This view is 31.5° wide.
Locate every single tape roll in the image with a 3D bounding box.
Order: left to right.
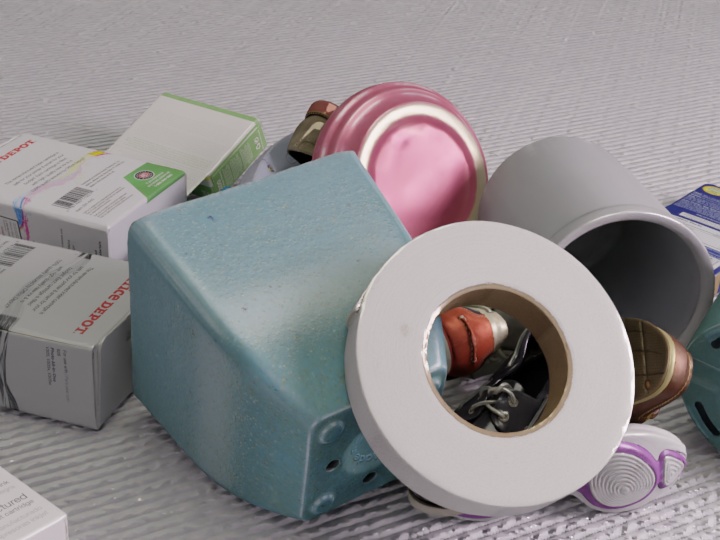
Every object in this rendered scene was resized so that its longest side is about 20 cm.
[{"bbox_3d":[0.087,0.065,0.866,0.202,0.037,0.204,5,68,-12],"label":"tape roll"}]

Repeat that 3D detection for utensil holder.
[{"bbox_3d":[0.205,-0.014,1.167,0.169,0.171,0.200,-1,25,-9],"label":"utensil holder"}]

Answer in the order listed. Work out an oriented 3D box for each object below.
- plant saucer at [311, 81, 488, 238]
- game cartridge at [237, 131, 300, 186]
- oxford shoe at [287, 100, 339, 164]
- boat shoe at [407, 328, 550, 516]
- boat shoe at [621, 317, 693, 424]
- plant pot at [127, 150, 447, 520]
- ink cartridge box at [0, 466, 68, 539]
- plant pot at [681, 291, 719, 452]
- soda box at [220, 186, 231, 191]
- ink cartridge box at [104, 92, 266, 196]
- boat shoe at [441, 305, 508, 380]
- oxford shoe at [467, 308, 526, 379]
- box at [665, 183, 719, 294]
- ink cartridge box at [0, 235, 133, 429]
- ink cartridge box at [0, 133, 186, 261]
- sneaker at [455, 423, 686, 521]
[{"bbox_3d":[0.049,-0.085,1.241,0.200,0.202,0.051,-13,6,-29],"label":"plant saucer"},{"bbox_3d":[-0.046,-0.075,1.294,0.133,0.042,0.200,49,32,-1],"label":"game cartridge"},{"bbox_3d":[-0.001,-0.073,1.279,0.070,0.200,0.075,-14,34,56],"label":"oxford shoe"},{"bbox_3d":[0.096,0.098,0.916,0.072,0.063,0.200,18,39,33],"label":"boat shoe"},{"bbox_3d":[0.206,0.085,0.995,0.067,0.072,0.200,19,-16,-13],"label":"boat shoe"},{"bbox_3d":[-0.042,0.066,0.957,0.196,0.196,0.200,-20,51,-27],"label":"plant pot"},{"bbox_3d":[-0.307,0.176,0.829,0.199,0.085,0.144,24,34,34],"label":"ink cartridge box"},{"bbox_3d":[0.367,0.055,1.039,0.200,0.201,0.196,21,40,30],"label":"plant pot"},{"bbox_3d":[-0.139,-0.011,1.226,0.067,0.064,0.200,11,29,14],"label":"soda box"},{"bbox_3d":[-0.220,-0.112,1.430,0.145,0.048,0.200,19,55,28],"label":"ink cartridge box"},{"bbox_3d":[0.054,0.057,1.049,0.062,0.072,0.200,-19,2,-19],"label":"boat shoe"},{"bbox_3d":[0.114,0.053,1.058,0.058,0.075,0.200,-28,0,-23],"label":"oxford shoe"},{"bbox_3d":[0.372,-0.036,1.364,0.121,0.033,0.200,26,37,35],"label":"box"},{"bbox_3d":[-0.277,0.046,1.079,0.199,0.084,0.146,11,29,15],"label":"ink cartridge box"},{"bbox_3d":[-0.294,-0.057,1.272,0.199,0.084,0.145,14,31,19],"label":"ink cartridge box"},{"bbox_3d":[0.148,0.133,0.972,0.199,0.075,0.100,-1,29,-8],"label":"sneaker"}]
